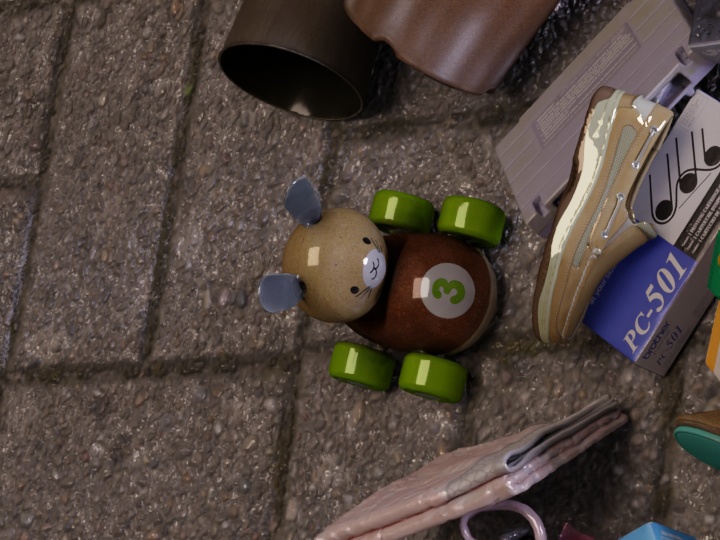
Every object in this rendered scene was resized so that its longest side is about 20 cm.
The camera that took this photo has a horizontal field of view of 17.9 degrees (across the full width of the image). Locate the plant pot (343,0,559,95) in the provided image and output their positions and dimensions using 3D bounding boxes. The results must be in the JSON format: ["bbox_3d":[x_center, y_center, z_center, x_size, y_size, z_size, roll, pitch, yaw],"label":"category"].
[{"bbox_3d":[0.095,-0.267,1.891,0.199,0.199,0.200,-58,46,18],"label":"plant pot"}]

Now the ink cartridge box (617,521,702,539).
[{"bbox_3d":[0.235,0.287,1.592,0.067,0.115,0.201,-33,54,28],"label":"ink cartridge box"}]

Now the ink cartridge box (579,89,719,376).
[{"bbox_3d":[0.245,-0.029,1.755,0.094,0.044,0.201,39,101,45],"label":"ink cartridge box"}]

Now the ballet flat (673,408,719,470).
[{"bbox_3d":[0.317,0.129,1.624,0.199,0.068,0.073,24,70,44],"label":"ballet flat"}]

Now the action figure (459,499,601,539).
[{"bbox_3d":[0.144,0.282,1.666,0.133,0.149,0.201,-10,53,33],"label":"action figure"}]

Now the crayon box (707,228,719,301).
[{"bbox_3d":[0.352,-0.002,1.553,0.119,0.199,0.059,53,153,40],"label":"crayon box"}]

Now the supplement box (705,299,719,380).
[{"bbox_3d":[0.343,0.086,1.558,0.200,0.125,0.074,54,151,41],"label":"supplement box"}]

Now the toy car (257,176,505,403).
[{"bbox_3d":[0.000,0.000,1.857,0.157,0.199,0.166,7,78,43],"label":"toy car"}]

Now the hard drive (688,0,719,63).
[{"bbox_3d":[0.348,-0.221,1.706,0.199,0.042,0.136,-12,46,31],"label":"hard drive"}]

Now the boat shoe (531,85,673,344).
[{"bbox_3d":[0.187,-0.035,1.735,0.076,0.072,0.202,17,99,13],"label":"boat shoe"}]

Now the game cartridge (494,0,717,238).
[{"bbox_3d":[0.194,-0.131,1.824,0.200,0.038,0.130,-47,25,19],"label":"game cartridge"}]

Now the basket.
[{"bbox_3d":[-0.030,-0.256,2.027,0.180,0.135,0.201,134,156,-77],"label":"basket"}]

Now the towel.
[{"bbox_3d":[0.083,0.155,1.733,0.190,0.200,0.032,-25,89,34],"label":"towel"}]
